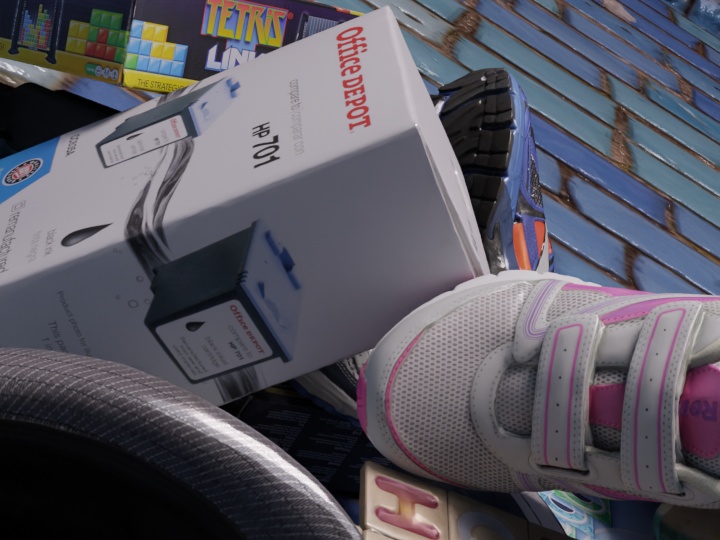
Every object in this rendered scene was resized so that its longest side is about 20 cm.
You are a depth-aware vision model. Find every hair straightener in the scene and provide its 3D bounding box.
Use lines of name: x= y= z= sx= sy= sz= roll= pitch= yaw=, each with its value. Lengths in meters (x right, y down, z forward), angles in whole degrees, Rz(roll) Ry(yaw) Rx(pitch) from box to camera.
hair straightener: x=-0.183 y=-0.087 z=0.936 sx=0.200 sy=0.041 sz=0.077 roll=29 pitch=11 yaw=30

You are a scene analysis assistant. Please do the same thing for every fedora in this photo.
fedora: x=-0.092 y=0.113 z=0.524 sx=0.199 sy=0.178 sz=0.090 roll=12 pitch=-9 yaw=-3

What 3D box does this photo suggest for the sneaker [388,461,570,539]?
sneaker: x=0.014 y=0.138 z=0.662 sx=0.146 sy=0.077 sz=0.203 roll=15 pitch=45 yaw=-40

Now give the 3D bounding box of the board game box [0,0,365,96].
board game box: x=-0.111 y=-0.119 z=0.919 sx=0.199 sy=0.057 sz=0.165 roll=16 pitch=7 yaw=41

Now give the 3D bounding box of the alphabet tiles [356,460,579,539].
alphabet tiles: x=0.045 y=0.147 z=0.607 sx=0.167 sy=0.008 sz=0.200 roll=22 pitch=35 yaw=-16

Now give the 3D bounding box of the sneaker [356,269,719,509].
sneaker: x=0.098 y=0.040 z=0.665 sx=0.199 sy=0.082 sz=0.088 roll=-4 pitch=3 yaw=0

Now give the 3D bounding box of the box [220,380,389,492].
box: x=-0.029 y=0.038 z=0.924 sx=0.200 sy=0.049 sz=0.161 roll=13 pitch=26 yaw=-46

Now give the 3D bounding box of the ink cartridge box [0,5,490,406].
ink cartridge box: x=-0.060 y=-0.014 z=0.767 sx=0.147 sy=0.199 sz=0.086 roll=-99 pitch=165 yaw=-65

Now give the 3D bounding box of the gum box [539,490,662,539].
gum box: x=0.138 y=0.154 z=0.799 sx=0.200 sy=0.045 sz=0.170 roll=40 pitch=21 yaw=18

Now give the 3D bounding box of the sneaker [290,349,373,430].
sneaker: x=0.000 y=0.000 z=0.861 sx=0.077 sy=0.085 sz=0.200 roll=16 pitch=27 yaw=-38

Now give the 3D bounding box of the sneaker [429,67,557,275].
sneaker: x=0.061 y=-0.004 z=0.924 sx=0.078 sy=0.075 sz=0.201 roll=31 pitch=54 yaw=-52

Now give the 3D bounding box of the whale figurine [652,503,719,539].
whale figurine: x=0.169 y=0.140 z=0.708 sx=0.159 sy=0.104 sz=0.200 roll=27 pitch=-3 yaw=-18
